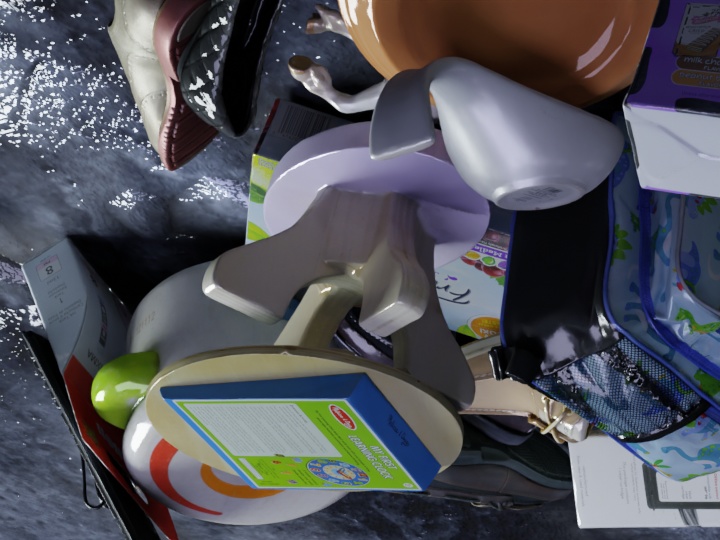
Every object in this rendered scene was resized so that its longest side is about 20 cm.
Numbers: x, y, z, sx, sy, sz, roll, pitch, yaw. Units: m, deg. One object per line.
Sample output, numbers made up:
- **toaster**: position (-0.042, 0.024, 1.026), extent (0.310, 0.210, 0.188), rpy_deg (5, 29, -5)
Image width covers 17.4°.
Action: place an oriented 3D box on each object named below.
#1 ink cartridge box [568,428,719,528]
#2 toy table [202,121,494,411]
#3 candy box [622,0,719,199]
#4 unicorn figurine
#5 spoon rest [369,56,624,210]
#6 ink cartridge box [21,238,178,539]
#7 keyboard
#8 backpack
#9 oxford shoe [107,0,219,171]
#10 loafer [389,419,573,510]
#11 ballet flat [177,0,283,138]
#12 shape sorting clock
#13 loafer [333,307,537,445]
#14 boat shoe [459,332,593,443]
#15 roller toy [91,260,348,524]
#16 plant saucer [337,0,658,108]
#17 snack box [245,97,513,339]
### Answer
- **ink cartridge box**: position (0.257, 0.135, 1.611), extent (0.199, 0.068, 0.116), rpy_deg (-5, -178, 37)
- **toy table**: position (0.000, 0.000, 1.442), extent (0.183, 0.118, 0.200), rpy_deg (21, 154, -8)
- **candy box**: position (0.234, -0.127, 1.129), extent (0.167, 0.201, 0.072), rpy_deg (9, 149, 21)
- **unicorn figurine**: position (0.033, -0.130, 1.377), extent (0.137, 0.074, 0.200), rpy_deg (21, 150, 3)
- **spoon rest**: position (0.073, -0.076, 1.296), extent (0.099, 0.061, 0.200), rpy_deg (-15, 165, 31)
- **ink cartridge box**: position (-0.175, 0.092, 1.763), extent (0.057, 0.200, 0.163), rpy_deg (-34, 133, 1)
- **keyboard**: position (-0.198, 0.142, 1.718), extent (0.039, 0.201, 0.104), rpy_deg (-29, 165, 3)
- **backpack**: position (0.192, 0.022, 1.412), extent (0.146, 0.184, 0.200), rpy_deg (-24, 132, 33)
- **oxford shoe**: position (-0.120, -0.137, 1.493), extent (0.075, 0.070, 0.200), rpy_deg (41, 155, 17)
- **loafer**: position (0.081, 0.142, 1.729), extent (0.199, 0.072, 0.063), rpy_deg (18, 118, -45)
- **ballet flat**: position (-0.055, -0.160, 1.368), extent (0.057, 0.066, 0.200), rpy_deg (46, 140, 18)
- **shape sorting clock**: position (-0.034, 0.092, 1.461), extent (0.198, 0.039, 0.200), rpy_deg (9, 154, 5)
- **loafer**: position (0.062, 0.055, 1.675), extent (0.199, 0.072, 0.063), rpy_deg (31, 129, -27)
- **boat shoe**: position (0.146, 0.080, 1.583), extent (0.198, 0.070, 0.074), rpy_deg (-6, 152, 3)
- **roller toy**: position (-0.080, 0.084, 1.704), extent (0.181, 0.140, 0.200), rpy_deg (-16, 141, 17)
- **plant saucer**: position (0.084, -0.152, 1.281), extent (0.199, 0.038, 0.201), rpy_deg (2, 136, 2)
- **snack box**: position (0.026, -0.029, 1.564), extent (0.199, 0.053, 0.142), rpy_deg (18, 151, 6)
